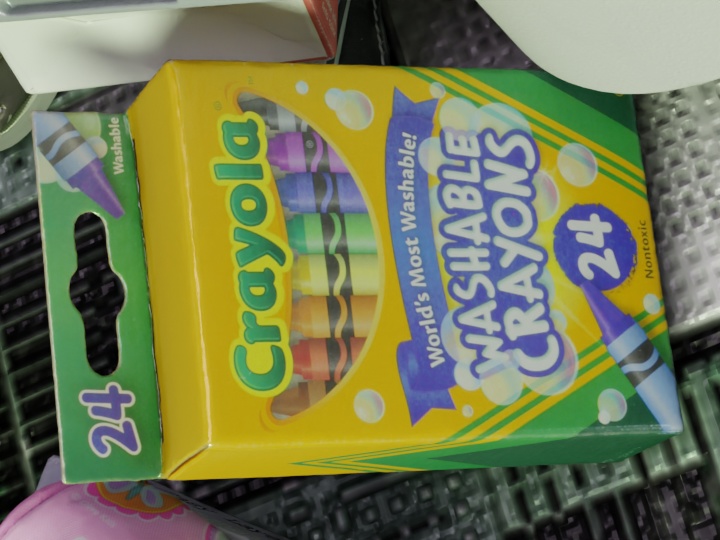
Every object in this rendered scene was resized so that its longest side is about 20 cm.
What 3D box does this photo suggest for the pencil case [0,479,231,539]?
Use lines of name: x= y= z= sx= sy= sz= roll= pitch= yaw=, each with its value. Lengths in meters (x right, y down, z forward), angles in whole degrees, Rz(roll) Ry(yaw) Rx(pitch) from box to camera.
pencil case: x=-0.039 y=0.146 z=0.781 sx=0.200 sy=0.087 sz=0.088 roll=35 pitch=95 yaw=27

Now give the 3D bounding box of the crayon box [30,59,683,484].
crayon box: x=0.000 y=0.000 z=0.791 sx=0.052 sy=0.198 sz=0.127 roll=142 pitch=124 yaw=-63

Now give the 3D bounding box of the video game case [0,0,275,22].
video game case: x=-0.046 y=-0.166 z=0.760 sx=0.182 sy=0.022 sz=0.201 roll=2 pitch=61 yaw=46

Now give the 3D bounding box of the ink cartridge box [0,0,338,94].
ink cartridge box: x=-0.067 y=-0.169 z=0.863 sx=0.116 sy=0.068 sz=0.201 roll=-5 pitch=62 yaw=13

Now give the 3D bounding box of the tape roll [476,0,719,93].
tape roll: x=0.088 y=-0.177 z=0.769 sx=0.202 sy=0.139 sz=0.204 roll=-26 pitch=42 yaw=26

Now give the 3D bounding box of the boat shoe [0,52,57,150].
boat shoe: x=-0.123 y=-0.145 z=0.946 sx=0.072 sy=0.060 sz=0.203 roll=26 pitch=91 yaw=27

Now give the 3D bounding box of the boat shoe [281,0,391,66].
boat shoe: x=-0.002 y=-0.035 z=0.866 sx=0.067 sy=0.072 sz=0.201 roll=8 pitch=65 yaw=-7

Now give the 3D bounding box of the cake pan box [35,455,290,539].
cake pan box: x=-0.060 y=0.180 z=0.855 sx=0.199 sy=0.052 sz=0.185 roll=21 pitch=86 yaw=27
